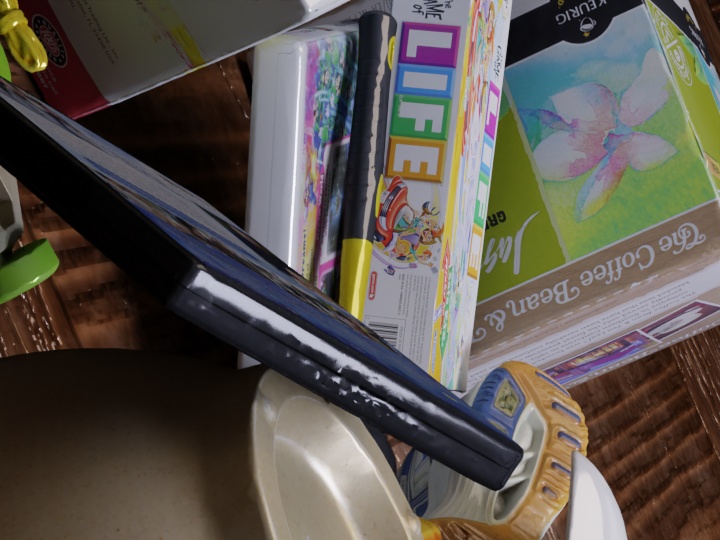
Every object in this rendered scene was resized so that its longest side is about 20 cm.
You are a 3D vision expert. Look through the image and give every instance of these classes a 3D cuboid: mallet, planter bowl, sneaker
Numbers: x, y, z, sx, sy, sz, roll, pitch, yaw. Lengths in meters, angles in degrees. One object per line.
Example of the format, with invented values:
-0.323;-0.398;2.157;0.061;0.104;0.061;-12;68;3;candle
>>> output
0.000;0.000;0.969;0.066;0.041;0.201;62;33;-65;mallet
-0.055;0.106;0.726;0.200;0.134;0.201;55;21;-32;planter bowl
0.034;0.131;1.061;0.075;0.088;0.200;42;46;-10;sneaker

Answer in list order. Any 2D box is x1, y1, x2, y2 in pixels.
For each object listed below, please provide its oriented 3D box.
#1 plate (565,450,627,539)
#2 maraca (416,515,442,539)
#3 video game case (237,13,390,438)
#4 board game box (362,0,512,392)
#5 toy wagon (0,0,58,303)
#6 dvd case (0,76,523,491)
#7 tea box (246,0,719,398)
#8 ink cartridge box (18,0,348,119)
0.093;0.205;1.002;0.200;0.032;0.200;84;10;-56;plate
0.017;0.168;0.900;0.137;0.107;0.200;-119;-176;-68;maraca
-0.014;-0.002;1.025;0.182;0.024;0.201;-29;125;-72;video game case
0.033;-0.051;1.053;0.134;0.034;0.201;24;72;-80;board game box
-0.155;-0.056;0.812;0.156;0.039;0.200;63;17;-10;toy wagon
-0.053;-0.008;0.737;0.143;0.018;0.200;31;4;-41;dvd case
0.079;-0.048;1.216;0.134;0.199;0.197;25;43;-65;tea box
-0.050;-0.164;0.925;0.144;0.200;0.146;-32;101;-32;ink cartridge box
